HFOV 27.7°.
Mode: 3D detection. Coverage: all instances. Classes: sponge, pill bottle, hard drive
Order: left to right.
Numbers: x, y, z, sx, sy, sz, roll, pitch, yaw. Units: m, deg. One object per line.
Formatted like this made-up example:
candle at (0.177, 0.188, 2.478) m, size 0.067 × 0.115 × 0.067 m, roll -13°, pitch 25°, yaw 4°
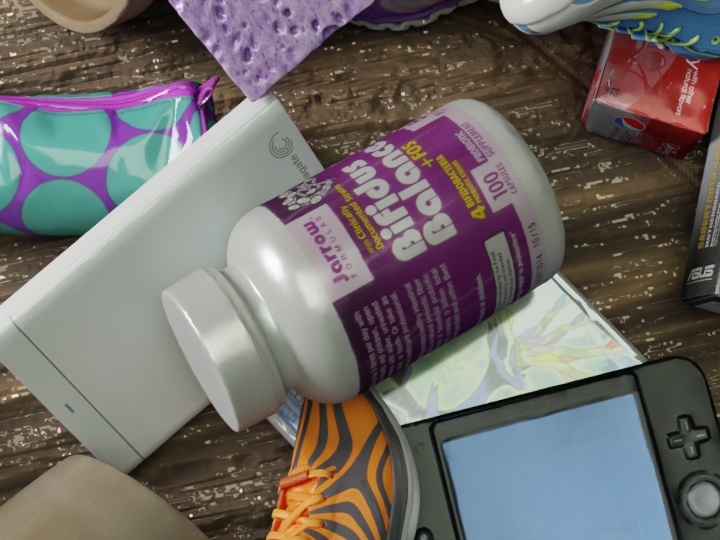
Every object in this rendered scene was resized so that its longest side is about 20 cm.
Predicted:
hard drive at (-0.095, 0.011, 0.808) m, size 0.200 × 0.132 × 0.027 m, roll -41°, pitch 40°, yaw -7°
sponge at (-0.015, -0.193, 0.751) m, size 0.199 × 0.030 × 0.112 m, roll -39°, pitch 109°, yaw 1°
pill bottle at (0.000, 0.000, 0.770) m, size 0.199 × 0.112 × 0.113 m, roll -30°, pitch 81°, yaw -16°

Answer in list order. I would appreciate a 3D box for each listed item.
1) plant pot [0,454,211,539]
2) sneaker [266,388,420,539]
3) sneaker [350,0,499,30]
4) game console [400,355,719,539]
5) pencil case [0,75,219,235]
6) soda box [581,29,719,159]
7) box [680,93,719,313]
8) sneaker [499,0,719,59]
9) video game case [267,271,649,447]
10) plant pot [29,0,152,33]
plant pot at (-0.158, 0.198, 0.751) m, size 0.199 × 0.200 × 0.174 m, roll 33°, pitch 66°, yaw 6°
sneaker at (-0.031, 0.137, 0.741) m, size 0.111 × 0.077 × 0.202 m, roll 22°, pitch 50°, yaw -37°
sneaker at (0.054, -0.190, 0.830) m, size 0.198 × 0.088 × 0.082 m, roll 2°, pitch 78°, yaw 24°
game console at (0.116, 0.145, 0.759) m, size 0.197 × 0.116 × 0.178 m, roll -13°, pitch 81°, yaw -3°
pencil case at (-0.178, -0.068, 0.833) m, size 0.197 × 0.085 × 0.093 m, roll 1°, pitch 119°, yaw -1°
soda box at (0.190, -0.174, 0.860) m, size 0.069 × 0.063 × 0.202 m, roll 17°, pitch 82°, yaw 3°
box at (0.292, -0.034, 0.824) m, size 0.198 × 0.048 × 0.160 m, roll 15°, pitch 80°, yaw -10°
sneaker at (0.161, -0.145, 0.762) m, size 0.199 × 0.075 × 0.106 m, roll -33°, pitch 114°, yaw -26°
video game case at (0.068, 0.081, 0.839) m, size 0.182 × 0.022 × 0.200 m, roll -44°, pitch 83°, yaw -7°
plant pot at (-0.149, -0.245, 0.829) m, size 0.092 × 0.201 × 0.202 m, roll -27°, pitch 80°, yaw -33°
